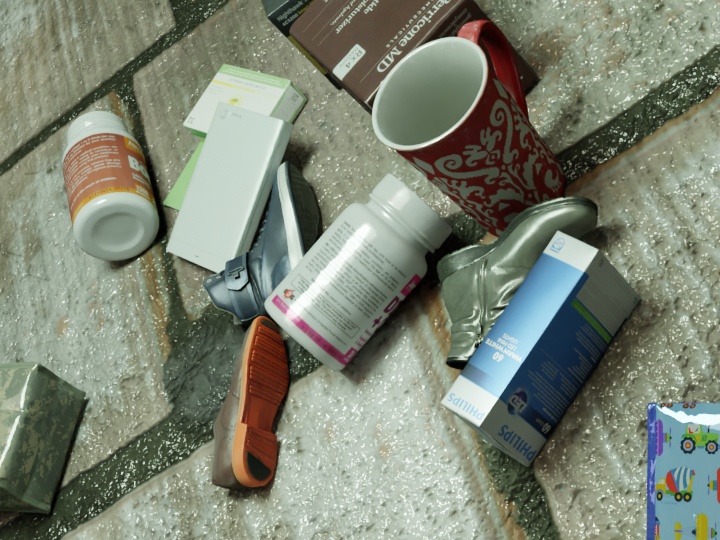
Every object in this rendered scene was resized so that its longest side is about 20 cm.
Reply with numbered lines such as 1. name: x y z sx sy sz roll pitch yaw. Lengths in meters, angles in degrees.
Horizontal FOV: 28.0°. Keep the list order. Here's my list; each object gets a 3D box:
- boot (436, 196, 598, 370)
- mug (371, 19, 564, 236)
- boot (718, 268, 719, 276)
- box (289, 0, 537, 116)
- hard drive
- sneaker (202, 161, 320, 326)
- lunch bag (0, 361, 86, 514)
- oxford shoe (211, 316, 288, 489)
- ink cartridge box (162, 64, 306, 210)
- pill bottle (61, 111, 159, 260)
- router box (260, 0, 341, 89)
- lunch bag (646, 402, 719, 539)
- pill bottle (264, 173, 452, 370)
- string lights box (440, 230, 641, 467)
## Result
1. boot: 0.167 0.019 1.463 0.200 0.068 0.131 -30 51 30
2. mug: 0.134 -0.144 1.494 0.178 0.200 0.133 -50 43 -2
3. boot: 0.421 -0.033 1.278 0.201 0.071 0.144 25 81 51
4. box: 0.058 -0.248 1.652 0.166 0.164 0.200 -46 44 3
5. hard drive: -0.164 -0.101 1.792 0.132 0.026 0.201 21 92 44
6. sneaker: -0.119 -0.027 1.707 0.146 0.077 0.203 -24 50 21
7. lunch bag: -0.462 0.210 1.792 0.199 0.118 0.165 -4 60 31
8. oxford shoe: -0.131 0.145 1.605 0.072 0.071 0.201 -16 53 36
9. ink cartridge box: -0.175 -0.165 1.870 0.145 0.048 0.200 21 73 44
10. pill bottle: -0.336 -0.118 1.919 0.112 0.112 0.200 -34 46 15
11. router box: 0.002 -0.334 1.763 0.200 0.157 0.052 -34 45 16
12. lunch bag: 0.314 0.216 1.193 0.150 0.094 0.201 -3 69 35
13. pill bottle: 0.000 0.000 1.565 0.200 0.113 0.113 -49 43 1
14. string lights box: 0.175 0.076 1.380 0.059 0.103 0.200 29 81 44
